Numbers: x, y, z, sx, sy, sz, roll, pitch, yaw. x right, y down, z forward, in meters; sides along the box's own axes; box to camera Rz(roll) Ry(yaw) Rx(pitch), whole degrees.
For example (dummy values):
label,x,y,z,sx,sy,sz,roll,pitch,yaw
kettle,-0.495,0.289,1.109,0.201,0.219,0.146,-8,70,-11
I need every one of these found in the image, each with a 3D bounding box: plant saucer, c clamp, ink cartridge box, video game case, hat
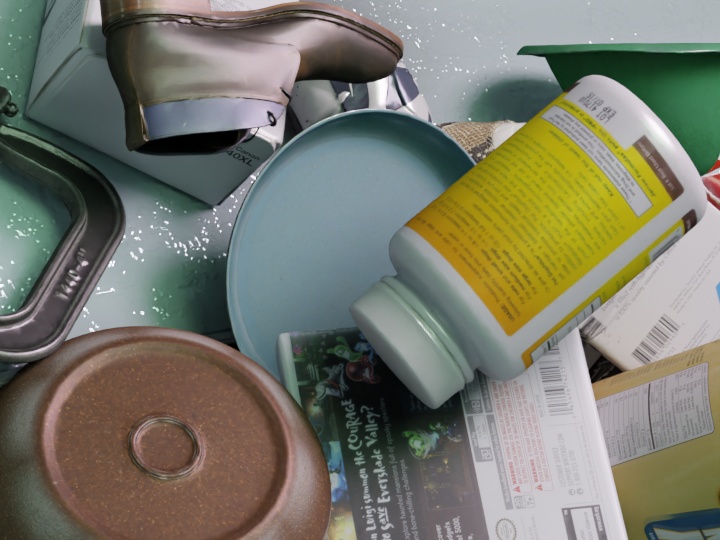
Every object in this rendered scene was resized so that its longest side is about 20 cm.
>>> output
label,x,y,z,sx,sy,sz,roll,pitch,yaw
plant saucer,-0.110,0.105,1.414,0.200,0.037,0.200,8,54,-11
c clamp,-0.223,-0.035,1.477,0.171,0.027,0.200,27,43,-11
ink cartridge box,-0.120,-0.160,1.613,0.145,0.083,0.200,26,48,-23
plant saucer,0.000,0.000,1.570,0.200,0.027,0.200,-5,99,-31
ink cartridge box,0.155,-0.018,1.596,0.200,0.116,0.068,38,0,-30
video game case,0.054,0.118,1.477,0.182,0.023,0.200,-4,59,-10
hat,0.209,-0.070,1.787,0.166,0.200,0.176,-23,113,-80

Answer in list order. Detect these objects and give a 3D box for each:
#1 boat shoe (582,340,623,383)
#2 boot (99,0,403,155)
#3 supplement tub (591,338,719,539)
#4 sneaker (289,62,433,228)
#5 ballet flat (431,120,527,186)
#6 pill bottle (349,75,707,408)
label,x,y,z,sx,sy,sz,roll,pitch,yaw
boat shoe,0.198,0.034,1.742,0.060,0.072,0.200,45,47,-1
boot,-0.062,-0.107,1.522,0.200,0.075,0.097,5,70,-29
supplement tub,0.195,0.126,1.552,0.145,0.200,0.145,44,35,-42
sneaker,-0.006,-0.068,1.641,0.199,0.079,0.130,55,33,-7
ballet flat,0.133,-0.054,1.650,0.200,0.075,0.068,31,42,-24
pill bottle,0.093,-0.013,1.470,0.200,0.109,0.109,-40,88,-7
